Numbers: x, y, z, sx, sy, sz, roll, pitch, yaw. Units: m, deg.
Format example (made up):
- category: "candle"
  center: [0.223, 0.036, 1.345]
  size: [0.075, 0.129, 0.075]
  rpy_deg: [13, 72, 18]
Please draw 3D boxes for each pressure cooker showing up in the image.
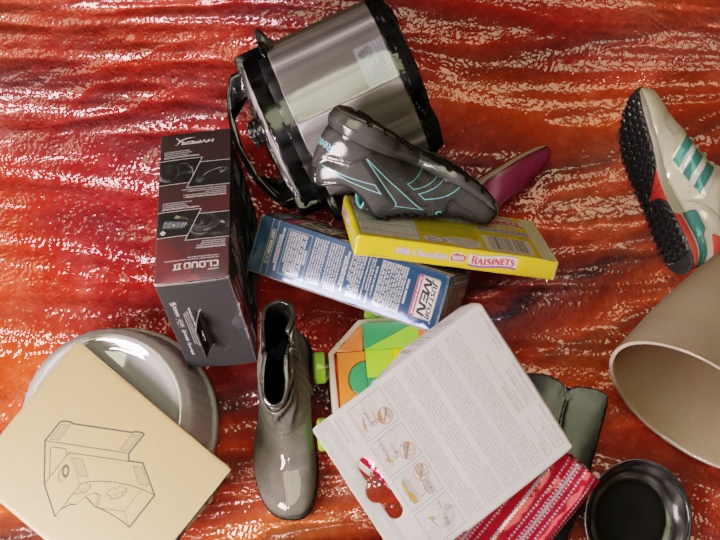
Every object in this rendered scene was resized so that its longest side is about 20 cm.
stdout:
- category: "pressure cooker"
  center: [-0.035, -0.163, 1.423]
  size: [0.198, 0.179, 0.177]
  rpy_deg: [-25, 42, 0]

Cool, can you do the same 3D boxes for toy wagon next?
- category: "toy wagon"
  center: [0.029, 0.103, 1.412]
  size: [0.153, 0.040, 0.202]
  rpy_deg: [-3, 70, -5]

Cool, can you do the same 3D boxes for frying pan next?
- category: "frying pan"
  center: [0.246, 0.271, 1.350]
  size: [0.114, 0.031, 0.191]
  rpy_deg: [36, 76, -8]

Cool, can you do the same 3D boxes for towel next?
- category: "towel"
  center: [0.109, 0.185, 1.341]
  size: [0.200, 0.023, 0.145]
  rpy_deg: [40, 78, 15]

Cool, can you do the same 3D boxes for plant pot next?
- category: "plant pot"
  center: [0.370, 0.059, 1.351]
  size: [0.186, 0.188, 0.200]
  rpy_deg: [34, 66, 12]

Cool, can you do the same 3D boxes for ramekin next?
- category: "ramekin"
  center: [-0.245, 0.149, 1.405]
  size: [0.200, 0.094, 0.205]
  rpy_deg: [-1, 75, 4]

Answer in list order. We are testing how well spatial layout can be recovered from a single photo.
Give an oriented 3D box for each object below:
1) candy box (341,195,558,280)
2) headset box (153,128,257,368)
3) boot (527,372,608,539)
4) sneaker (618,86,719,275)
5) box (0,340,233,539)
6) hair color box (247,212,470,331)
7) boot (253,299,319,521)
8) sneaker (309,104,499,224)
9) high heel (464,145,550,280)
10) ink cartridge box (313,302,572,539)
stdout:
- category: "candy box"
  center: [0.084, -0.032, 1.360]
  size: [0.198, 0.102, 0.027]
  rpy_deg: [7, 111, -11]
- category: "headset box"
  center: [-0.148, -0.013, 1.381]
  size: [0.076, 0.149, 0.202]
  rpy_deg: [-5, 55, 5]
- category: "boot"
  center: [0.143, 0.195, 1.374]
  size: [0.163, 0.066, 0.202]
  rpy_deg: [18, 82, -2]
- category: "sneaker"
  center: [0.335, -0.097, 1.447]
  size: [0.092, 0.070, 0.202]
  rpy_deg: [-11, 72, -17]
- category: "box"
  center: [-0.246, 0.192, 1.334]
  size: [0.199, 0.021, 0.164]
  rpy_deg: [37, 81, 12]
- category: "hair color box"
  center: [0.000, 0.000, 1.383]
  size: [0.198, 0.100, 0.061]
  rpy_deg: [19, 98, 14]
- category: "boot"
  center: [-0.081, 0.138, 1.375]
  size: [0.067, 0.131, 0.202]
  rpy_deg: [-3, 75, 4]
- category: "sneaker"
  center: [0.041, -0.084, 1.343]
  size: [0.199, 0.075, 0.080]
  rpy_deg: [26, 100, -22]
- category: "high heel"
  center: [0.133, -0.043, 1.452]
  size: [0.199, 0.067, 0.097]
  rpy_deg: [-36, 94, -4]
- category: "ink cartridge box"
  center: [0.072, 0.150, 1.280]
  size: [0.199, 0.057, 0.163]
  rpy_deg: [-35, 94, -13]
